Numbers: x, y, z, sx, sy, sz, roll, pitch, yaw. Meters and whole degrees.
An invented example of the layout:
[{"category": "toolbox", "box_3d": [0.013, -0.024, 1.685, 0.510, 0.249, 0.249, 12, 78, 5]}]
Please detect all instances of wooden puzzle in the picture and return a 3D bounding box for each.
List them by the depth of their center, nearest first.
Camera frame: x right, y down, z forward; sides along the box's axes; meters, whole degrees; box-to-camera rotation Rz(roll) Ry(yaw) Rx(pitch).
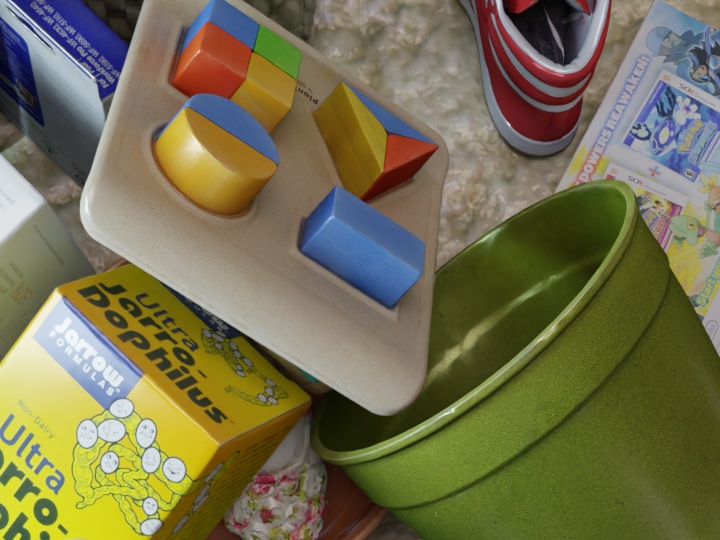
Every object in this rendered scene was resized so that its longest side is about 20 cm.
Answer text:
[{"category": "wooden puzzle", "box_3d": [-0.032, -0.049, 1.074, 0.185, 0.046, 0.200, 33, 37, -18]}]

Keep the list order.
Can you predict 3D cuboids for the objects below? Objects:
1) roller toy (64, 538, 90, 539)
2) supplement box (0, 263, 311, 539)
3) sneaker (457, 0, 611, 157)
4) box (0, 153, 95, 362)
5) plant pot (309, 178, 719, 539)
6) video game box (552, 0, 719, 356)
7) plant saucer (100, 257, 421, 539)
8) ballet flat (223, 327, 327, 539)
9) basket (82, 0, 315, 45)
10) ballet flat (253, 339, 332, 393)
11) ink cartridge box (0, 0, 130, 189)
[{"category": "roller toy", "box_3d": [-0.092, 0.210, 0.936, 0.200, 0.183, 0.140, 40, 71, 8]}, {"category": "supplement box", "box_3d": [-0.136, 0.107, 1.081, 0.109, 0.109, 0.200, 42, 111, 11]}, {"category": "sneaker", "box_3d": [0.084, -0.174, 1.251, 0.071, 0.113, 0.201, -16, 73, -11]}, {"category": "box", "box_3d": [-0.248, 0.016, 1.117, 0.200, 0.152, 0.106, -43, 79, -8]}, {"category": "plant pot", "box_3d": [0.111, 0.093, 1.115, 0.200, 0.200, 0.193, -44, 105, -18]}, {"category": "video game box", "box_3d": [0.200, -0.026, 1.245, 0.182, 0.047, 0.200, 28, 70, 3]}, {"category": "plant saucer", "box_3d": [-0.068, 0.074, 1.190, 0.199, 0.037, 0.201, 1, 71, -4]}, {"category": "ballet flat", "box_3d": [-0.065, 0.046, 1.147, 0.075, 0.064, 0.201, -15, 73, -11]}, {"category": "basket", "box_3d": [-0.104, -0.216, 1.205, 0.197, 0.200, 0.162, 9, 72, -2]}, {"category": "ballet flat", "box_3d": [0.000, 0.000, 1.165, 0.063, 0.069, 0.200, 55, 37, -11]}, {"category": "ink cartridge box", "box_3d": [-0.151, -0.101, 1.157, 0.099, 0.200, 0.039, 44, 76, 9]}]
